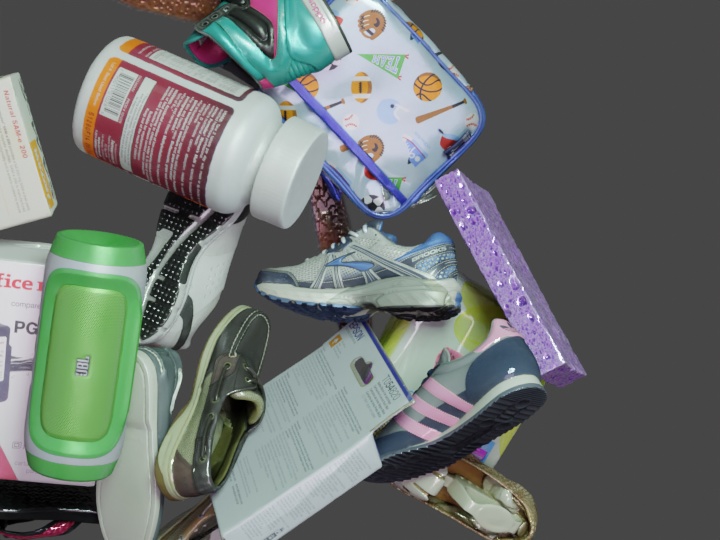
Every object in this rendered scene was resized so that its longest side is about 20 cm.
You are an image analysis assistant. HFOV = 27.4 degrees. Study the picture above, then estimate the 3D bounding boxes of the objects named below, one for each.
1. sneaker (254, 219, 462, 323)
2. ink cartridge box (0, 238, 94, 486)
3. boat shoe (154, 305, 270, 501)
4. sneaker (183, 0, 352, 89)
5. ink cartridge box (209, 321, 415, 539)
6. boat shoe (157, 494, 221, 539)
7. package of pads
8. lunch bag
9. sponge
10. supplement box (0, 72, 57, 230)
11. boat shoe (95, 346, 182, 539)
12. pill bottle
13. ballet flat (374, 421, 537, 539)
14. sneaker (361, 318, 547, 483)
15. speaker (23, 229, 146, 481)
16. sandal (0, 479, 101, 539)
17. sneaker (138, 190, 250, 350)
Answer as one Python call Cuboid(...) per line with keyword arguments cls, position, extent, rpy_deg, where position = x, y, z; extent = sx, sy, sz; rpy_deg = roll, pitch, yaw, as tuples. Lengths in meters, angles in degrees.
Cuboid(cls="sneaker", position=(0.000, 0.000, 1.339), extent=(0.199, 0.077, 0.086), rpy_deg=(0, 75, 20))
Cuboid(cls="ink cartridge box", position=(-0.298, 0.080, 1.318), extent=(0.144, 0.084, 0.201), rpy_deg=(6, 99, -11))
Cuboid(cls="boat shoe", position=(-0.114, 0.118, 1.310), extent=(0.066, 0.201, 0.072), rpy_deg=(1, 139, 29))
Cuboid(cls="sneaker", position=(-0.105, -0.232, 1.263), extent=(0.120, 0.084, 0.200), rpy_deg=(-33, 68, 0))
Cuboid(cls="ink cartridge box", position=(-0.048, 0.143, 1.308), extent=(0.200, 0.200, 0.041), rpy_deg=(-35, 114, 2))
Cuboid(cls="boat shoe", position=(-0.115, 0.229, 1.377), extent=(0.200, 0.076, 0.072), rpy_deg=(-45, 103, 2))
Cuboid(cls="package of pads", position=(0.078, 0.108, 1.387), extent=(0.154, 0.068, 0.201), rpy_deg=(30, 94, -14))
Cuboid(cls="lunch bag", position=(0.007, -0.148, 1.326), extent=(0.160, 0.076, 0.200), rpy_deg=(-42, 102, 3))
Cuboid(cls="sponge", position=(0.133, 0.008, 1.309), extent=(0.030, 0.112, 0.201), rpy_deg=(-30, 72, 12))
Cuboid(cls="supplement box", position=(-0.378, -0.086, 1.281), extent=(0.199, 0.074, 0.127), rpy_deg=(-15, 102, -5))
Cuboid(cls="boat shoe", position=(-0.189, 0.164, 1.314), extent=(0.073, 0.062, 0.201), rpy_deg=(12, 105, 32))
Cuboid(cls="pill bottle", position=(-0.136, -0.115, 1.263), extent=(0.199, 0.110, 0.110), rpy_deg=(24, 97, 9))
Cuboid(cls="ballet flat", position=(0.081, 0.191, 1.335), extent=(0.199, 0.065, 0.071), rpy_deg=(27, 100, -14))
Cuboid(cls="sneaker", position=(0.071, 0.115, 1.263), extent=(0.200, 0.082, 0.070), rpy_deg=(-32, 145, 29))
Cuboid(cls="speaker", position=(-0.231, 0.071, 1.241), extent=(0.088, 0.088, 0.201), rpy_deg=(8, 99, -9))
Cuboid(cls="sandal", position=(-0.289, 0.224, 1.356), extent=(0.199, 0.075, 0.045), rpy_deg=(7, 109, -12))
Cuboid(cls="sneaker", position=(-0.149, -0.018, 1.339), extent=(0.074, 0.080, 0.201), rpy_deg=(27, 83, 28))
